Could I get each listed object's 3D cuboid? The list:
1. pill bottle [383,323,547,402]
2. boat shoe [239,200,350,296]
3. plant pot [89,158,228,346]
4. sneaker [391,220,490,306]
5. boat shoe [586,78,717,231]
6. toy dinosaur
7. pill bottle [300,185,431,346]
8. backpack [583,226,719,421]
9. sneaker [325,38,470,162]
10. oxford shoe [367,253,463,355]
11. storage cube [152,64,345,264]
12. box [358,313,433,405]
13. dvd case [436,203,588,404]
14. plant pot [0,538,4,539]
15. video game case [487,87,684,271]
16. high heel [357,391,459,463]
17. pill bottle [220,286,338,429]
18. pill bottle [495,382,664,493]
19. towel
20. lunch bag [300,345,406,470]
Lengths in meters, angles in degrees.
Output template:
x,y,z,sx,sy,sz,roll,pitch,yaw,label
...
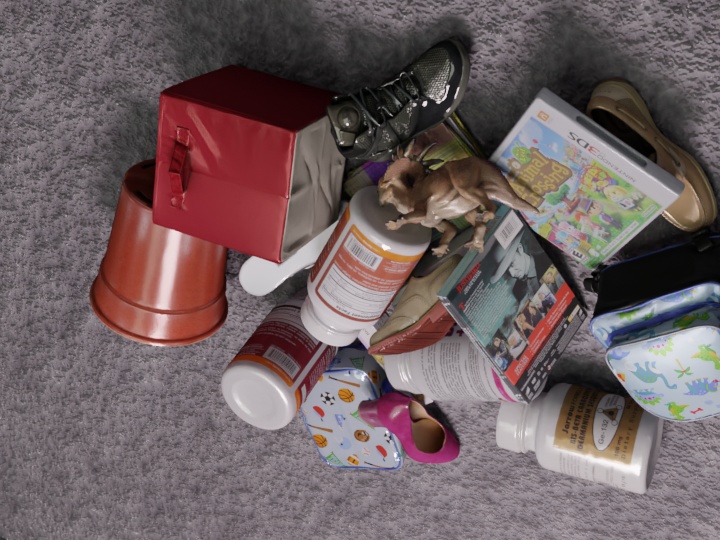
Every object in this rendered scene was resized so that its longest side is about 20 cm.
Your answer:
x,y,z,sx,sy,sz,roll,pitch,yaw,label
0.135,0.113,1.421,0.198,0.113,0.114,-5,121,40,pill bottle
-0.074,-0.035,1.472,0.199,0.068,0.072,-35,95,20,boat shoe
-0.266,-0.036,1.509,0.199,0.201,0.197,24,124,12,plant pot
0.128,0.024,1.394,0.114,0.073,0.200,47,133,-13,sneaker
0.311,-0.113,1.185,0.200,0.065,0.071,48,133,-9,boat shoe
0.100,-0.096,1.246,0.198,0.137,0.086,-8,147,16,toy dinosaur
0.000,0.000,1.379,0.112,0.112,0.201,34,127,3,pill bottle
0.373,0.083,1.227,0.182,0.148,0.200,-22,126,38,backpack
0.037,-0.190,1.249,0.199,0.114,0.077,-36,73,40,sneaker
0.076,0.048,1.357,0.199,0.070,0.076,-35,61,41,oxford shoe
-0.130,-0.133,1.328,0.178,0.200,0.173,17,116,17,storage cube
0.038,0.105,1.528,0.041,0.039,0.201,-26,108,40,box
0.185,0.042,1.298,0.022,0.146,0.200,12,149,52,dvd case
-0.830,0.730,2.404,0.198,0.196,0.202,16,131,19,plant pot
0.233,-0.094,1.208,0.181,0.022,0.200,35,152,0,video game case
0.093,0.225,1.524,0.199,0.068,0.096,26,155,-37,high heel
-0.099,0.114,1.504,0.112,0.200,0.114,16,131,19,pill bottle
0.282,0.208,1.410,0.198,0.115,0.115,11,129,23,pill bottle
0.081,-0.105,1.357,0.144,0.023,0.199,48,134,-11,towel
-0.005,0.206,1.607,0.159,0.076,0.202,-6,119,30,lunch bag
